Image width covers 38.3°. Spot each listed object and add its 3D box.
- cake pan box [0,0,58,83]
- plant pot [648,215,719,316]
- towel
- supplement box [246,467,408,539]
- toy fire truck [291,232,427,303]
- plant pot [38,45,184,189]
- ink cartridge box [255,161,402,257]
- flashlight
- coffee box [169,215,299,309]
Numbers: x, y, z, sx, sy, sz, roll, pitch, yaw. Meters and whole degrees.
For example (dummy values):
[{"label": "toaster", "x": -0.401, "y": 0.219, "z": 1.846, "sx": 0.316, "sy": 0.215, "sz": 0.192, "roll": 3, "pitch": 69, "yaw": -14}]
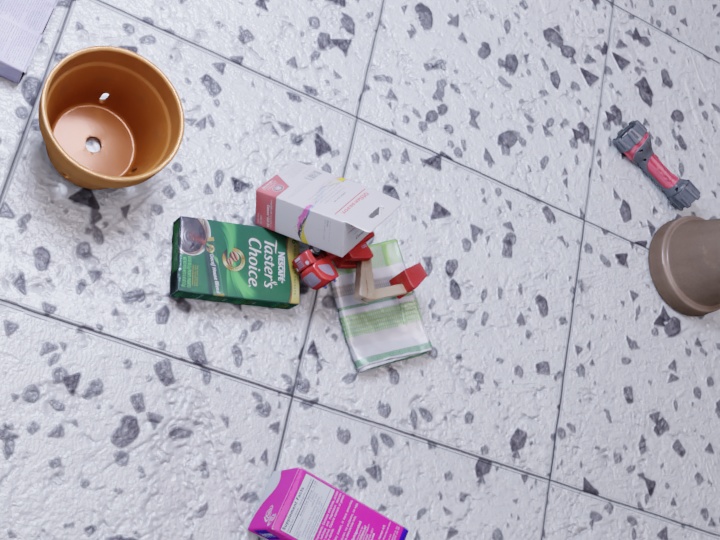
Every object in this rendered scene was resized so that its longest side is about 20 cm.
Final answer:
[{"label": "cake pan box", "x": -0.542, "y": -0.391, "z": 1.499, "sx": 0.184, "sy": 0.052, "sz": 0.200, "roll": 23, "pitch": 67, "yaw": -19}, {"label": "plant pot", "x": 0.686, "y": -0.024, "z": 1.987, "sx": 0.200, "sy": 0.175, "sz": 0.201, "roll": 8, "pitch": 72, "yaw": -27}, {"label": "towel", "x": 0.031, "y": 0.054, "z": 1.696, "sx": 0.149, "sy": 0.031, "sz": 0.200, "roll": -13, "pitch": 82, "yaw": -31}, {"label": "supplement box", "x": -0.048, "y": 0.380, "z": 1.522, "sx": 0.200, "sy": 0.101, "sz": 0.103, "roll": 34, "pitch": 64, "yaw": -15}, {"label": "toy fire truck", "x": 0.000, "y": 0.000, "z": 1.640, "sx": 0.200, "sy": 0.049, "sz": 0.141, "roll": -29, "pitch": 86, "yaw": -41}, {"label": "plant pot", "x": -0.370, "y": -0.202, "z": 1.487, "sx": 0.200, "sy": 0.140, "sz": 0.201, "roll": 8, "pitch": 73, "yaw": -27}, {"label": "ink cartridge box", "x": -0.048, "y": -0.090, "z": 1.593, "sx": 0.200, "sy": 0.068, "sz": 0.116, "roll": 21, "pitch": 38, "yaw": 22}, {"label": "flashlight", "x": 0.587, "y": -0.206, "z": 2.041, "sx": 0.200, "sy": 0.068, "sz": 0.068, "roll": 44, "pitch": 27, "yaw": -6}, {"label": "coffee box", "x": -0.189, "y": -0.011, "z": 1.586, "sx": 0.200, "sy": 0.044, "sz": 0.123, "roll": 9, "pitch": 71, "yaw": -27}]
